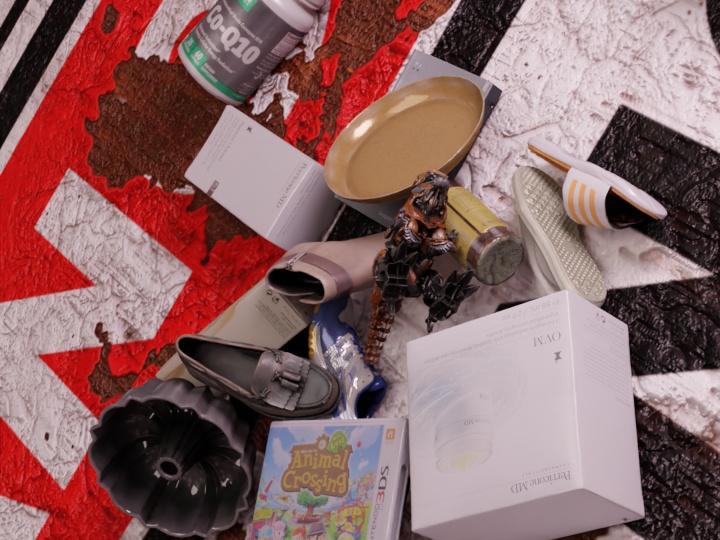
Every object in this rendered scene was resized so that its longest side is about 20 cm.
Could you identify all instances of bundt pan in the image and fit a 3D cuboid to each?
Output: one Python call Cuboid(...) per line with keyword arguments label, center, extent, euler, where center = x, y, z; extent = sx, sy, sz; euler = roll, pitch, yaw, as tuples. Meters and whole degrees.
Cuboid(label="bundt pan", center=(-0.208, 0.205, 1.811), extent=(0.201, 0.202, 0.076), euler=(-28, 20, 30))

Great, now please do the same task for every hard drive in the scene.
Cuboid(label="hard drive", center=(0.065, -0.143, 1.820), extent=(0.139, 0.033, 0.201), euler=(31, 93, 45))

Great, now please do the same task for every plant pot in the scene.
Cuboid(label="plant pot", center=(0.052, -0.140, 1.743), extent=(0.198, 0.028, 0.201), euler=(-22, 36, 17))

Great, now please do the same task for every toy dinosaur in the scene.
Cuboid(label="toy dinosaur", center=(0.054, 0.001, 1.629), extent=(0.136, 0.101, 0.203), euler=(-133, 44, -68))

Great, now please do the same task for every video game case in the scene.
Cuboid(label="video game case", center=(-0.035, 0.245, 1.633), extent=(0.199, 0.022, 0.184), euler=(-7, 66, 42))

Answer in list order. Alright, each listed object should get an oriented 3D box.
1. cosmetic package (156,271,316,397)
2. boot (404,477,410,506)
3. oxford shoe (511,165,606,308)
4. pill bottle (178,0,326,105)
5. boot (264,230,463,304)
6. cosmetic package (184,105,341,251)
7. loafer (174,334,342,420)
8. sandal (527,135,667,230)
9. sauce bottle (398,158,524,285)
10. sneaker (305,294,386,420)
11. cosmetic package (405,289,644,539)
Cuboid(label="cosmetic package", center=(-0.135, 0.075, 1.834), extent=(0.200, 0.071, 0.105), euler=(-39, 5, 24))
Cuboid(label="boot", center=(0.020, 0.287, 1.630), extent=(0.199, 0.076, 0.170), euler=(6, 79, 50))
Cuboid(label="oxford shoe", center=(0.194, -0.027, 1.629), extent=(0.058, 0.074, 0.201), euler=(-57, 39, 41))
Cuboid(label="pill bottle", center=(-0.132, -0.319, 2.021), extent=(0.200, 0.113, 0.114), euler=(-46, 47, 17))
Cuboid(label="boot", center=(0.000, 0.000, 1.722), extent=(0.198, 0.146, 0.071), euler=(-1, 106, 38))
Cuboid(label="cosmetic package", center=(-0.115, -0.108, 1.932), extent=(0.199, 0.081, 0.114), euler=(33, 92, 46))
Cuboid(label="loafer", center=(-0.117, 0.114, 1.723), extent=(0.198, 0.063, 0.073), euler=(13, 76, 27))
Cuboid(label="sandal", center=(0.232, -0.077, 1.614), extent=(0.060, 0.079, 0.206), euler=(-60, 36, 4))
Cuboid(label="sauce bottle", center=(0.101, -0.059, 1.687), extent=(0.065, 0.064, 0.200), euler=(-52, 41, 11))
Cuboid(label="sneaker", center=(-0.008, 0.115, 1.753), extent=(0.087, 0.075, 0.202), euler=(-9, 69, 23))
Cuboid(label="cosmetic package", center=(0.156, 0.153, 1.539), extent=(0.198, 0.122, 0.202), euler=(-21, 59, 34))
